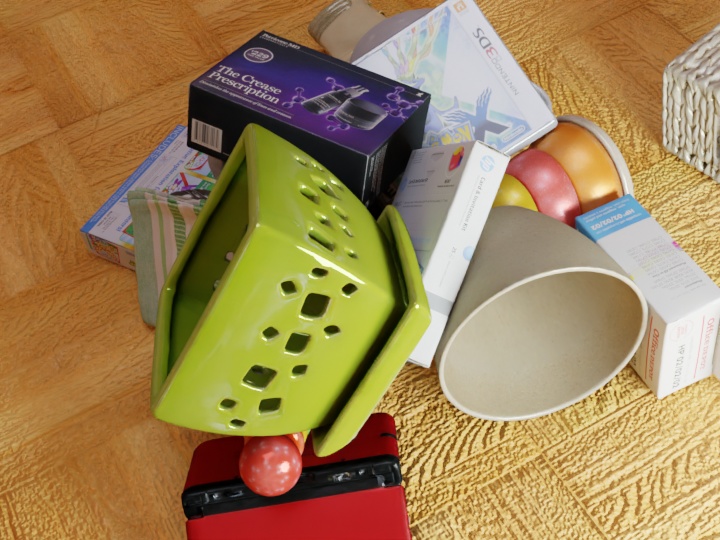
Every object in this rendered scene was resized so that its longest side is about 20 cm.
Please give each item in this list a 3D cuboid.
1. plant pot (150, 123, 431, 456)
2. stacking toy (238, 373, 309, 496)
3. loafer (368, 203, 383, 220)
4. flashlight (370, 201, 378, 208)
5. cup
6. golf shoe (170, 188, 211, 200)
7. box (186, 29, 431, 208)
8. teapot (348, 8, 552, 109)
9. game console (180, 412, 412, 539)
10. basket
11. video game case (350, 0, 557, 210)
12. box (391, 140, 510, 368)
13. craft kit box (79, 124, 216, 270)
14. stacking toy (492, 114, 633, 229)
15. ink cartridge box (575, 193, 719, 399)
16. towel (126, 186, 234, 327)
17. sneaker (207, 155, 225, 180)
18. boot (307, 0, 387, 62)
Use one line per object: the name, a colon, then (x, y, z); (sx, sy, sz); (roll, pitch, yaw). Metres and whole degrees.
plant pot: (-0.056, 0.026, 0.977); (0.181, 0.201, 0.199); (24, 25, -20)
stacking toy: (-0.076, 0.139, 1.049); (0.085, 0.086, 0.200); (-7, 24, 4)
loafer: (0.038, -0.055, 1.233); (0.199, 0.073, 0.073); (4, 18, -5)
flashlight: (-0.020, -0.089, 1.283); (0.199, 0.068, 0.068); (2, 73, -2)
cup: (0.149, 0.023, 1.087); (0.199, 0.201, 0.144); (-16, 46, -4)
golf shoe: (-0.148, -0.049, 1.221); (0.094, 0.078, 0.199); (-33, 40, -32)
box: (-0.051, -0.149, 1.142); (0.199, 0.079, 0.141); (23, 39, 17)
teapot: (0.080, -0.186, 1.305); (0.200, 0.197, 0.147); (-33, 47, 37)
game console: (-0.055, 0.228, 1.062); (0.199, 0.119, 0.172); (-9, 16, 1)
basket: (0.440, -0.203, 1.284); (0.200, 0.136, 0.123); (-37, 48, -21)
video game case: (0.074, -0.171, 1.206); (0.199, 0.022, 0.183); (-33, 72, 4)
box: (0.055, -0.018, 1.069); (0.041, 0.156, 0.201); (22, 85, -18)
craft kit box: (-0.187, -0.071, 1.338); (0.197, 0.049, 0.200); (18, 54, 27)
stacking toy: (0.165, -0.064, 1.179); (0.199, 0.147, 0.146); (-23, 48, -24)
ink cartridge box: (0.284, 0.037, 1.105); (0.068, 0.116, 0.200); (-23, 48, -11)
towel: (-0.172, -0.001, 1.164); (0.023, 0.154, 0.199); (-15, 18, -40)
sneaker: (-0.053, -0.107, 1.199); (0.199, 0.081, 0.115); (31, 56, 29)
boot: (0.045, -0.311, 1.491); (0.199, 0.073, 0.156); (-28, 52, -7)
